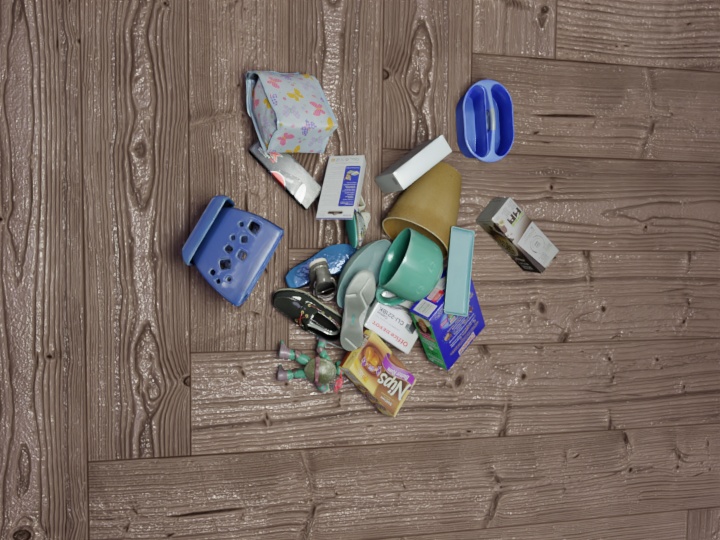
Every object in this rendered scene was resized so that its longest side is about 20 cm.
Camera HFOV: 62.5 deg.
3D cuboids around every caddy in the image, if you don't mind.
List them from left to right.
[{"bbox_3d":[0.322,-0.381,1.527,0.136,0.105,0.208,-6,94,-12],"label":"caddy"}]

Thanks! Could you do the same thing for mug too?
[{"bbox_3d":[0.121,0.000,1.417,0.112,0.185,0.156,26,63,-13],"label":"mug"}]

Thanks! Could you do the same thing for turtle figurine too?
[{"bbox_3d":[-0.108,0.237,1.487,0.193,0.101,0.155,6,91,-5],"label":"turtle figurine"}]

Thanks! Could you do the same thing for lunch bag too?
[{"bbox_3d":[-0.170,-0.381,1.396,0.166,0.127,0.205,-8,64,-35],"label":"lunch bag"}]

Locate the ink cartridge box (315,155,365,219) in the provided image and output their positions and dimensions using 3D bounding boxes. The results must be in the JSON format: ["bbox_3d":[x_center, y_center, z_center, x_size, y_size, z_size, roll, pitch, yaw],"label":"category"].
[{"bbox_3d":[-0.045,-0.195,1.431,0.091,0.038,0.205,1,54,13],"label":"ink cartridge box"}]

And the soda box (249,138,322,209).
[{"bbox_3d":[-0.182,-0.244,1.455,0.200,0.063,0.071,45,85,-10],"label":"soda box"}]

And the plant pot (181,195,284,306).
[{"bbox_3d":[-0.298,-0.055,1.379,0.177,0.200,0.203,33,88,-6],"label":"plant pot"}]

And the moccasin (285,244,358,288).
[{"bbox_3d":[-0.097,-0.015,1.487,0.194,0.068,0.083,-18,85,-5],"label":"moccasin"}]

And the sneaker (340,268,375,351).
[{"bbox_3d":[-0.013,0.087,1.444,0.068,0.081,0.206,12,108,-8],"label":"sneaker"}]

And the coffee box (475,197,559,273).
[{"bbox_3d":[0.411,-0.092,1.561,0.199,0.113,0.080,44,85,-10],"label":"coffee box"}]

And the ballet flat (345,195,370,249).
[{"bbox_3d":[-0.012,-0.143,1.455,0.070,0.073,0.204,-15,58,-9],"label":"ballet flat"}]

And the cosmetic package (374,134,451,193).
[{"bbox_3d":[0.123,-0.255,1.447,0.150,0.200,0.052,-40,101,-5],"label":"cosmetic package"}]

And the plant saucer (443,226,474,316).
[{"bbox_3d":[0.232,0.003,1.410,0.068,0.019,0.208,9,82,-25],"label":"plant saucer"}]

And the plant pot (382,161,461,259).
[{"bbox_3d":[0.176,-0.162,1.490,0.183,0.186,0.204,32,72,-11],"label":"plant pot"}]

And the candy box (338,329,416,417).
[{"bbox_3d":[0.045,0.260,1.496,0.201,0.056,0.118,49,63,-25],"label":"candy box"}]

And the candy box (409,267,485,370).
[{"bbox_3d":[0.222,0.121,1.494,0.169,0.076,0.203,-44,132,-22],"label":"candy box"}]

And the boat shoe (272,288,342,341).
[{"bbox_3d":[-0.129,0.109,1.471,0.197,0.064,0.075,28,117,-11],"label":"boat shoe"}]

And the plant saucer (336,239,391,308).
[{"bbox_3d":[0.000,0.000,1.464,0.038,0.201,0.202,37,84,24],"label":"plant saucer"}]

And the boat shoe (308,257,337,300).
[{"bbox_3d":[-0.089,0.040,1.425,0.065,0.201,0.058,-18,65,-4],"label":"boat shoe"}]

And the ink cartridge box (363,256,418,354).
[{"bbox_3d":[0.104,0.088,1.523,0.142,0.084,0.204,31,87,-12],"label":"ink cartridge box"}]
